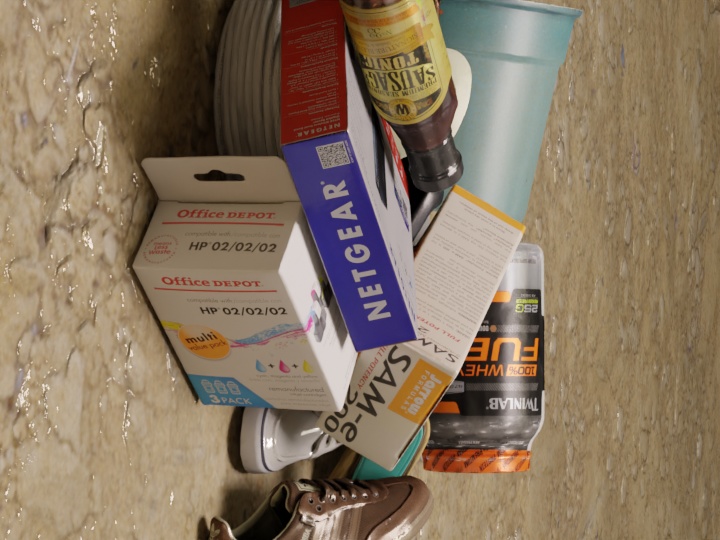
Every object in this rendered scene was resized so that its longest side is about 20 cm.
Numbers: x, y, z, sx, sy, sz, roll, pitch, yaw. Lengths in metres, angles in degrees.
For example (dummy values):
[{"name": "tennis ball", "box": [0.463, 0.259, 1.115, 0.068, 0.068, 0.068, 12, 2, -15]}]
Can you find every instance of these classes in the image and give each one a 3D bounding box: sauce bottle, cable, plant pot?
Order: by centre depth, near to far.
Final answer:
[{"name": "sauce bottle", "box": [0.035, -0.141, 1.366, 0.201, 0.066, 0.066, 68, 31, -41]}, {"name": "cable", "box": [-0.048, -0.137, 1.511, 0.200, 0.069, 0.202, -15, 104, -69]}, {"name": "plant pot", "box": [0.088, -0.149, 1.726, 0.200, 0.199, 0.198, -12, 109, -69]}]

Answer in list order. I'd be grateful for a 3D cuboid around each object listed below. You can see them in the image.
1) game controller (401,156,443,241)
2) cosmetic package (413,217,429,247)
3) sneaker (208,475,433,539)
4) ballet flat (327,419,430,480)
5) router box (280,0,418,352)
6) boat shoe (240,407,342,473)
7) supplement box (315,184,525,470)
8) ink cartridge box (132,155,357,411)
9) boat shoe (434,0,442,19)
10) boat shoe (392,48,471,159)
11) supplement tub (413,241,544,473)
[{"name": "game controller", "box": [0.000, 0.000, 1.534, 0.201, 0.042, 0.104, -59, -170, 1]}, {"name": "cosmetic package", "box": [0.012, 0.013, 1.705, 0.200, 0.050, 0.083, -38, 124, -64]}, {"name": "sneaker", "box": [-0.028, 0.191, 1.480, 0.199, 0.070, 0.076, -25, 113, -31]}, {"name": "ballet flat", "box": [-0.002, 0.188, 1.585, 0.201, 0.068, 0.063, -57, -170, 12]}, {"name": "router box", "box": [-0.008, -0.075, 1.382, 0.180, 0.048, 0.201, -92, 167, -48]}, {"name": "boat shoe", "box": [-0.036, 0.120, 1.562, 0.200, 0.065, 0.073, -15, 105, -69]}, {"name": "supplement box", "box": [0.049, 0.042, 1.513, 0.126, 0.073, 0.200, -59, -179, 40]}, {"name": "ink cartridge box", "box": [-0.084, 0.012, 1.358, 0.201, 0.114, 0.068, 69, 30, -45]}, {"name": "boat shoe", "box": [0.027, -0.207, 1.477, 0.071, 0.070, 0.201, 59, 12, -54]}, {"name": "boat shoe", "box": [0.026, -0.100, 1.627, 0.201, 0.071, 0.063, -61, -168, 3]}, {"name": "supplement tub", "box": [0.103, 0.076, 1.701, 0.122, 0.122, 0.202, 5, 85, -69]}]
